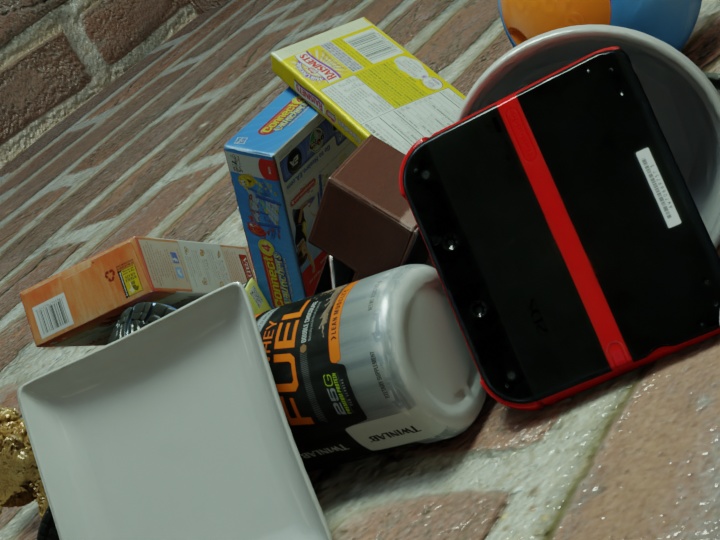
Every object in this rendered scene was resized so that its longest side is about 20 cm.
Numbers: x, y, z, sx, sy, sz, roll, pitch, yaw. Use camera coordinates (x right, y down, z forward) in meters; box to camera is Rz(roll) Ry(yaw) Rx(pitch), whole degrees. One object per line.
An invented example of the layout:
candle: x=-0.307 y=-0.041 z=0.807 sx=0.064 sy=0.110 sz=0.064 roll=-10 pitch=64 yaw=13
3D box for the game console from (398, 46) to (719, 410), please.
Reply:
game console: x=0.131 y=-0.023 z=0.929 sx=0.176 sy=0.201 sz=0.031 roll=-25 pitch=-8 yaw=14

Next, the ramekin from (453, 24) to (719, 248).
ramekin: x=0.165 y=-0.077 z=1.003 sx=0.199 sy=0.201 sz=0.105 roll=-26 pitch=8 yaw=16

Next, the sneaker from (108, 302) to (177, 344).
sneaker: x=-0.125 y=0.078 z=1.186 sx=0.199 sy=0.078 sz=0.076 roll=10 pitch=76 yaw=24

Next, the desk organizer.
desk organizer: x=0.000 y=0.000 z=1.075 sx=0.072 sy=0.077 sz=0.200 roll=-49 pitch=-14 yaw=-43

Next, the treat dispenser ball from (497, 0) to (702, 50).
treat dispenser ball: x=0.234 y=-0.276 z=1.383 sx=0.200 sy=0.201 sz=0.201 roll=-28 pitch=19 yaw=10

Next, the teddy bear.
teddy bear: x=-0.218 y=0.154 z=1.139 sx=0.199 sy=0.146 sz=0.067 roll=-25 pitch=-13 yaw=9

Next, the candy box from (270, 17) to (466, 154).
candy box: x=0.017 y=-0.150 z=1.206 sx=0.102 sy=0.026 sz=0.200 roll=-26 pitch=48 yaw=-22

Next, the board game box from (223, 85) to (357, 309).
board game box: x=-0.030 y=-0.077 z=1.296 sx=0.056 sy=0.197 sz=0.200 roll=13 pitch=41 yaw=30

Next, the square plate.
square plate: x=-0.129 y=0.137 z=0.972 sx=0.199 sy=0.199 sz=0.028 roll=-25 pitch=-15 yaw=19

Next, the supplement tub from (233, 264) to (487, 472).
supplement tub: x=-0.019 y=0.077 z=1.005 sx=0.199 sy=0.123 sz=0.123 roll=-19 pitch=22 yaw=35

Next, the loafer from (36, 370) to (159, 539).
loafer: x=-0.175 y=0.158 z=1.058 sx=0.201 sy=0.073 sz=0.071 roll=-59 pitch=-10 yaw=15

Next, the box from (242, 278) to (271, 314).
box: x=-0.176 y=0.078 z=1.276 sx=0.199 sy=0.050 sz=0.075 roll=-25 pitch=17 yaw=20

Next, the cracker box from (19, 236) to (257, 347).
cracker box: x=-0.199 y=0.023 z=1.309 sx=0.134 sy=0.058 sz=0.200 roll=-24 pitch=-11 yaw=22

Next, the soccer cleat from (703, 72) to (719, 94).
soccer cleat: x=0.315 y=-0.104 z=1.032 sx=0.200 sy=0.084 sz=0.065 roll=25 pitch=92 yaw=51

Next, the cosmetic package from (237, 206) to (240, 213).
cosmetic package: x=-0.019 y=-0.084 z=1.453 sx=0.200 sy=0.102 sz=0.071 roll=-42 pitch=20 yaw=-29
